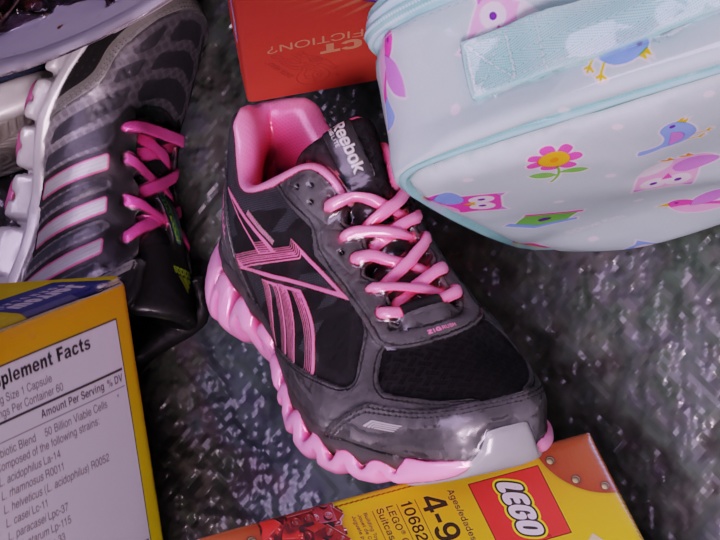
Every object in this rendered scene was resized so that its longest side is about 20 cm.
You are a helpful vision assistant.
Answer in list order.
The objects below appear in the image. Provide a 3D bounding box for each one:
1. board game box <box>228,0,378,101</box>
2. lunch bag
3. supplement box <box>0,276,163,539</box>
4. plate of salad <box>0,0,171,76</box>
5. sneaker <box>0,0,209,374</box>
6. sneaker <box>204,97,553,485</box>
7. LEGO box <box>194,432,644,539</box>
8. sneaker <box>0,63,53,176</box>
[{"bbox_3d":[0.029,-0.121,0.739,0.153,0.200,0.040,-10,73,-2],"label":"board game box"},{"bbox_3d":[0.111,-0.072,0.733,0.200,0.160,0.077,-18,71,24],"label":"lunch bag"},{"bbox_3d":[-0.141,0.112,0.817,0.109,0.109,0.201,-3,100,28],"label":"supplement box"},{"bbox_3d":[-0.103,-0.143,0.878,0.200,0.048,0.200,-22,34,15],"label":"plate of salad"},{"bbox_3d":[-0.091,-0.014,0.881,0.087,0.074,0.200,22,91,26],"label":"sneaker"},{"bbox_3d":[0.000,0.000,0.776,0.200,0.079,0.096,41,135,53],"label":"sneaker"},{"bbox_3d":[0.042,0.168,0.710,0.200,0.149,0.077,64,154,28],"label":"LEGO box"},{"bbox_3d":[-0.201,-0.076,0.950,0.199,0.075,0.085,-12,77,26],"label":"sneaker"}]
